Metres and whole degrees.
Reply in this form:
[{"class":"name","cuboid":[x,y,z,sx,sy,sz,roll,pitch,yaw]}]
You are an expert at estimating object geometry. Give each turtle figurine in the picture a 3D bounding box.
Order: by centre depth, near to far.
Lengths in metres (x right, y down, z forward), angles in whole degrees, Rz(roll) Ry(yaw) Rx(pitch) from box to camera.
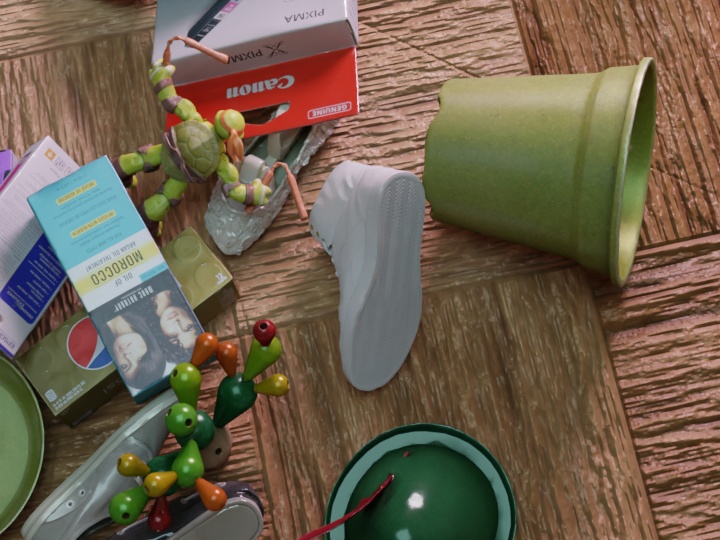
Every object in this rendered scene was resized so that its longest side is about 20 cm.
[{"class":"turtle figurine","cuboid":[-0.151,-0.095,1.205,0.161,0.064,0.201,-33,100,28]}]

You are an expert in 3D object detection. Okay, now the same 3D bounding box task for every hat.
[{"class":"hat","cuboid":[0.042,0.203,1.089,0.165,0.176,0.200,35,76,13]}]

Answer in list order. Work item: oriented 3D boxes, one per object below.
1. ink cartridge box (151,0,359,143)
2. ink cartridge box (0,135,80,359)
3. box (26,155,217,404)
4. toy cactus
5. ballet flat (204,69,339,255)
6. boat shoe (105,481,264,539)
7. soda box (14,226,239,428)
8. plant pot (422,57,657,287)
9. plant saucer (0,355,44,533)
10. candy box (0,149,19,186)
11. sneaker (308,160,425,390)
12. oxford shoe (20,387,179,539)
[{"class":"ink cartridge box","cuboid":[-0.101,-0.207,1.262,0.198,0.044,0.175,-11,54,12]},{"class":"ink cartridge box","cuboid":[-0.302,-0.021,1.193,0.095,0.037,0.201,47,45,-24]},{"class":"box","cuboid":[-0.208,0.008,1.160,0.082,0.049,0.201,-29,80,-9]},{"class":"toy cactus","cuboid":[-0.127,0.140,1.124,0.102,0.165,0.201,28,76,10]},{"class":"ballet flat","cuboid":[-0.087,-0.110,1.260,0.071,0.072,0.201,30,76,12]},{"class":"boat shoe","cuboid":[-0.175,0.244,1.158,0.199,0.057,0.067,-25,108,-2]},{"class":"soda box","cuboid":[-0.209,0.052,1.211,0.200,0.064,0.068,-38,75,-11]},{"class":"plant pot","cuboid":[0.159,-0.097,1.194,0.183,0.201,0.202,8,71,17]},{"class":"plant saucer","cuboid":[-0.379,0.164,1.199,0.198,0.031,0.202,-1,72,3]},{"class":"candy box","cuboid":[-0.415,-0.018,1.240,0.198,0.072,0.169,-2,72,1]},{"class":"sneaker","cuboid":[0.000,0.000,1.222,0.073,0.115,0.202,3,101,-34]},{"class":"oxford shoe","cuboid":[-0.209,0.177,1.166,0.058,0.075,0.200,42,81,9]}]
